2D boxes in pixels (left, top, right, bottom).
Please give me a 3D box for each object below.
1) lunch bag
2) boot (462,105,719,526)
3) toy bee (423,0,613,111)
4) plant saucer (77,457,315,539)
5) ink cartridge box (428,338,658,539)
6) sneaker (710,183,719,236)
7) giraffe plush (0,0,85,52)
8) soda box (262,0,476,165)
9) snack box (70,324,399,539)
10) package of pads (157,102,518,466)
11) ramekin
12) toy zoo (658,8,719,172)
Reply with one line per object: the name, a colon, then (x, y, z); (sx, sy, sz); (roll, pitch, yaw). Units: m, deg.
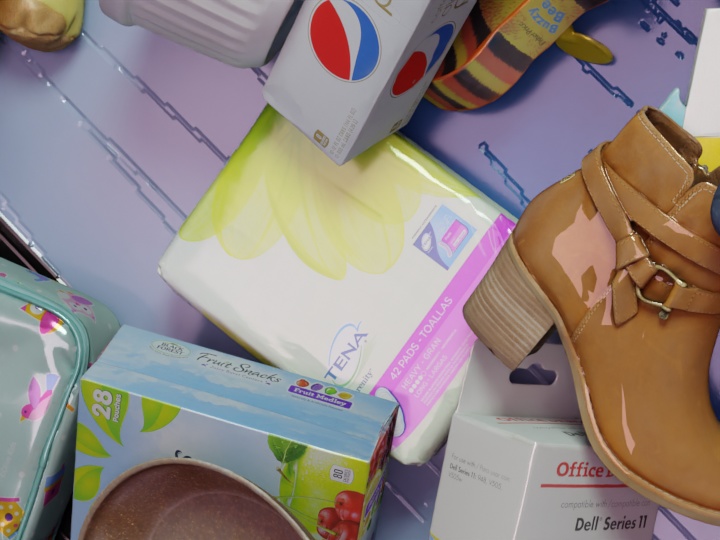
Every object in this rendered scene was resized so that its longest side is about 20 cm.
lunch bag: (-0.247, 0.091, 1.018); (0.160, 0.077, 0.201); (23, 98, 9)
boot: (0.166, 0.027, 0.862); (0.200, 0.074, 0.155); (39, 116, -1)
toy bee: (0.101, -0.165, 0.906); (0.130, 0.109, 0.201); (7, 115, -32)
plant saucer: (-0.071, 0.192, 0.885); (0.200, 0.037, 0.201); (9, 106, 35)
ink cartridge box: (0.101, 0.143, 0.925); (0.067, 0.117, 0.201); (17, 99, 49)
sneaker: (0.258, -0.060, 0.799); (0.200, 0.074, 0.082); (-33, 109, -9)
giraffe plush: (-0.232, -0.208, 0.952); (0.200, 0.162, 0.173); (-36, 86, 12)
soda box: (0.022, -0.150, 0.856); (0.064, 0.068, 0.200); (41, 134, 13)
snack box: (-0.078, 0.148, 0.956); (0.168, 0.068, 0.201); (16, 121, 10)
package of pads: (0.000, 0.000, 0.967); (0.200, 0.068, 0.155); (38, 99, 7)
ramekin: (-0.050, -0.201, 0.906); (0.094, 0.202, 0.203); (33, 99, -3)
toy zoo: (0.247, -0.071, 0.868); (0.199, 0.020, 0.132); (-1, 100, 8)
